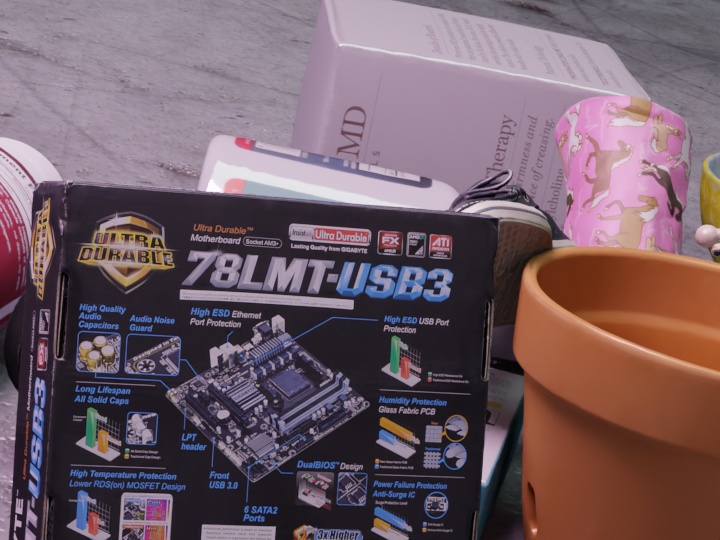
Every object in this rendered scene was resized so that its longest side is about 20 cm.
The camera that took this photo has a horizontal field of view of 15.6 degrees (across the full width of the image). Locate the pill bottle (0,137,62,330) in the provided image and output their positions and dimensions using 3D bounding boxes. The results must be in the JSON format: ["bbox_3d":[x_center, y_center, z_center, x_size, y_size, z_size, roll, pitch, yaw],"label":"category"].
[{"bbox_3d":[-0.225,-0.011,1.381,0.113,0.113,0.200,16,16,10],"label":"pill bottle"}]

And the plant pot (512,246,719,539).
[{"bbox_3d":[0.162,0.086,1.301,0.200,0.140,0.200,12,17,-4],"label":"plant pot"}]

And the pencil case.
[{"bbox_3d":[0.144,0.002,1.483,0.083,0.200,0.087,-13,-33,30],"label":"pencil case"}]

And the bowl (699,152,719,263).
[{"bbox_3d":[0.313,0.000,1.756,0.200,0.108,0.200,12,17,-4],"label":"bowl"}]

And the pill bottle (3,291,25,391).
[{"bbox_3d":[-0.088,0.067,1.226,0.112,0.112,0.200,1,20,-34],"label":"pill bottle"}]

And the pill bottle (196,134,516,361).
[{"bbox_3d":[0.000,0.000,1.502,0.200,0.120,0.120,12,16,-1],"label":"pill bottle"}]

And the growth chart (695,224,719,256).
[{"bbox_3d":[0.276,0.011,1.536,0.144,0.018,0.200,-2,-23,11],"label":"growth chart"}]

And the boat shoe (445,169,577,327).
[{"bbox_3d":[0.065,-0.012,1.359,0.062,0.075,0.200,46,10,14],"label":"boat shoe"}]

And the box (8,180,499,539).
[{"bbox_3d":[-0.043,0.068,1.098,0.200,0.199,0.050,3,-2,-25],"label":"box"}]

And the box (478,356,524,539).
[{"bbox_3d":[0.035,0.089,1.354,0.082,0.049,0.200,14,16,7],"label":"box"}]

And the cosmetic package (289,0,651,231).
[{"bbox_3d":[0.060,-0.069,1.694,0.200,0.168,0.166,10,17,-8],"label":"cosmetic package"}]
